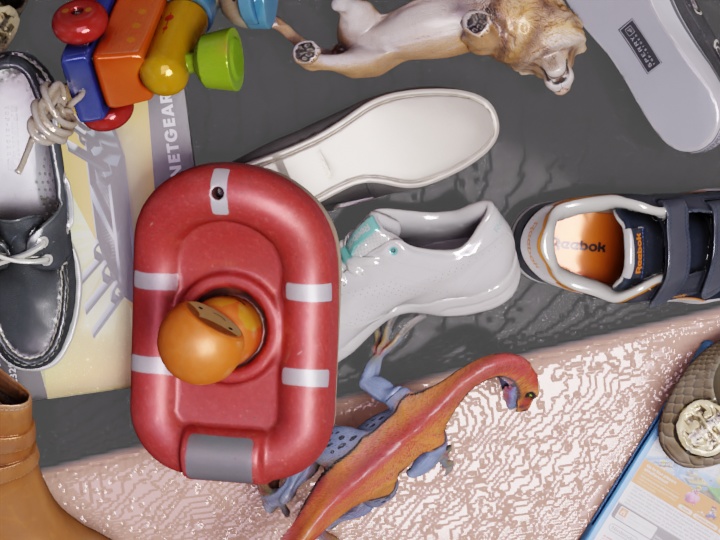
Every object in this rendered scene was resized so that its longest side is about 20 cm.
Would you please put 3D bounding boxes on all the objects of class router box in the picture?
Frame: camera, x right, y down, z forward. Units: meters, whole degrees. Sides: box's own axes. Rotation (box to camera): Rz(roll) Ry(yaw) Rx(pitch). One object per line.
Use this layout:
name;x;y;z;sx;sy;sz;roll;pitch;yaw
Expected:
router box;-0.179;-0.022;1.387;0.157;0.052;0.200;-8;95;-4

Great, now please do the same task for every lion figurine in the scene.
lion figurine;0.043;-0.154;1.380;0.200;0.122;0.073;0;82;11

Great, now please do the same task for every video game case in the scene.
video game case;0.240;0.168;1.454;0.143;0.018;0.200;32;92;-6

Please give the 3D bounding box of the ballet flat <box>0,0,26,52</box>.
ballet flat;-0.214;-0.222;1.355;0.046;0.067;0.200;16;87;19

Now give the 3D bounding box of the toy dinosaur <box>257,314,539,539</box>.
toy dinosaur;0.029;0.120;1.374;0.181;0.200;0.105;-32;115;30

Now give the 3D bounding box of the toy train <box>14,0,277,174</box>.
toy train;-0.122;-0.121;1.285;0.115;0.200;0.085;1;135;14

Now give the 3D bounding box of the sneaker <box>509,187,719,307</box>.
sneaker;0.200;-0.014;1.406;0.200;0.079;0.079;-3;94;-6

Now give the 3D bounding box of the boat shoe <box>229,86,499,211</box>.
boat shoe;-0.010;-0.074;1.400;0.200;0.057;0.067;-20;102;-9

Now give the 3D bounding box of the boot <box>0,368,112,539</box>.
boot;-0.218;0.134;1.353;0.200;0.074;0.155;18;126;-3

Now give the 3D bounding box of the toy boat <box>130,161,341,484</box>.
toy boat;-0.084;0.035;1.298;0.130;0.131;0.200;3;96;12

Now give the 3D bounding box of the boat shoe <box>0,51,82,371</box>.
boat shoe;-0.213;-0.034;1.326;0.075;0.060;0.200;-8;95;-3

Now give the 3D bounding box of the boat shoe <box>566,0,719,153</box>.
boat shoe;0.186;-0.169;1.402;0.069;0.057;0.200;-31;85;39

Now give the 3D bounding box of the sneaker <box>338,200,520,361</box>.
sneaker;0.000;0.000;1.373;0.200;0.089;0.075;-19;53;-1

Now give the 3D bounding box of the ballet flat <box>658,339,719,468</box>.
ballet flat;0.279;0.057;1.418;0.200;0.046;0.067;-37;92;-10
